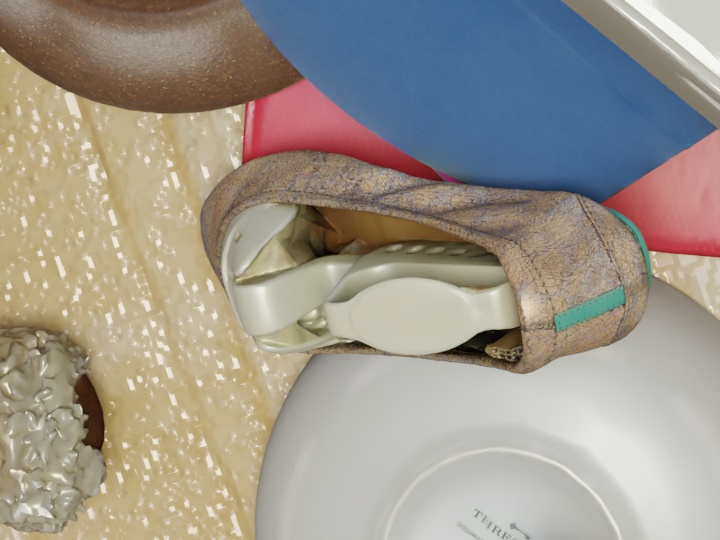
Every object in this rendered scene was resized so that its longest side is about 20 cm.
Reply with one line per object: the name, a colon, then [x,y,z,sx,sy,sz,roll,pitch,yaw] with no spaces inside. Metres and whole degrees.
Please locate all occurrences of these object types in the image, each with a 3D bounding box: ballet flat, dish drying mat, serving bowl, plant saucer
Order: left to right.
plant saucer: [-0.068,-0.155,0.848,0.199,0.037,0.202,0,92,12]
ballet flat: [0.000,0.000,0.802,0.199,0.067,0.068,0,115,46]
serving bowl: [0.053,0.096,0.851,0.199,0.066,0.201,2,99,13]
dish drying mat: [0.058,-0.050,0.853,0.199,0.018,0.077,7,98,12]

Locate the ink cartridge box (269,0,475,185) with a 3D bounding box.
ink cartridge box: [0.002,-0.124,0.800,0.095,0.037,0.200,-42,103,11]

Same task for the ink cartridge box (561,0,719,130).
ink cartridge box: [0.151,-0.112,0.602,0.146,0.083,0.200,39,91,-4]

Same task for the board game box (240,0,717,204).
board game box: [0.046,-0.099,0.732,0.158,0.039,0.200,39,148,-10]

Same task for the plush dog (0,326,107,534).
plush dog: [-0.198,0.025,0.843,0.160,0.172,0.201,-21,93,15]
